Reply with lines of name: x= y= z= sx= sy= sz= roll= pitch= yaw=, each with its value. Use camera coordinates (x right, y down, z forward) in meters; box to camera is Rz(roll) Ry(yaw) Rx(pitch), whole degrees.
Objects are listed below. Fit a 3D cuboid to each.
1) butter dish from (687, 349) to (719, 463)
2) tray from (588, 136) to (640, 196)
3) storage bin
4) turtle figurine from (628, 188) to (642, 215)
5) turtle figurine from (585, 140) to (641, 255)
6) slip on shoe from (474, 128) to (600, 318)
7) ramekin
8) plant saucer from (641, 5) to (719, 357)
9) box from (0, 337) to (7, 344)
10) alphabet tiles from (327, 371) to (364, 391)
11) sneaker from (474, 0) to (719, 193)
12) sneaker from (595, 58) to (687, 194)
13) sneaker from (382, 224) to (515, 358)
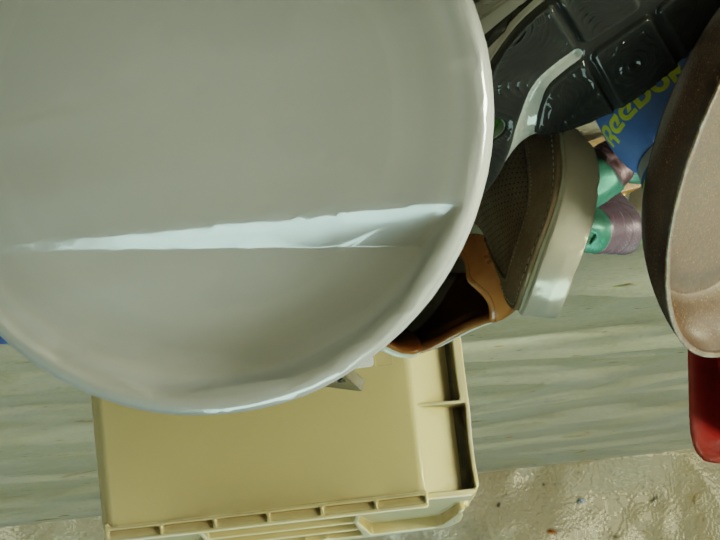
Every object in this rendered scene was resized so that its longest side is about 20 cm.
butter dish: x=0.290 y=0.005 z=1.648 sx=0.200 sy=0.148 sz=0.199 roll=-8 pitch=-146 yaw=11
tray: x=0.070 y=-0.026 z=1.540 sx=0.099 sy=0.037 sz=0.200 roll=-17 pitch=175 yaw=-23
storage bin: x=-0.048 y=0.042 z=1.443 sx=0.198 sy=0.200 sz=0.094 roll=-6 pitch=168 yaw=-1
turtle figurine: x=0.242 y=0.006 z=1.505 sx=0.144 sy=0.200 sz=0.194 roll=-35 pitch=-154 yaw=-20
turtle figurine: x=0.071 y=-0.034 z=1.351 sx=0.200 sy=0.101 sz=0.150 roll=-9 pitch=164 yaw=-39
slip on shoe: x=0.058 y=-0.048 z=1.156 sx=0.061 sy=0.200 sz=0.076 roll=13 pitch=123 yaw=-10
ramekin: x=-0.050 y=-0.054 z=0.947 sx=0.202 sy=0.202 sz=0.094 roll=-8 pitch=-178 yaw=8
plant saucer: x=0.173 y=-0.060 z=1.136 sx=0.032 sy=0.200 sz=0.200 roll=29 pitch=-171 yaw=29
box: x=-0.149 y=-0.022 z=1.299 sx=0.200 sy=0.048 sz=0.122 roll=2 pitch=131 yaw=-39
alphabet tiles: x=-0.077 y=0.012 z=1.170 sx=0.167 sy=0.008 sz=0.200 roll=6 pitch=161 yaw=24
sneaker: x=0.046 y=-0.101 z=1.101 sx=0.200 sy=0.115 sz=0.076 roll=-36 pitch=138 yaw=2
sneaker: x=0.160 y=-0.088 z=1.234 sx=0.074 sy=0.082 sz=0.200 roll=-48 pitch=165 yaw=24
sneaker: x=0.000 y=0.000 z=1.258 sx=0.200 sy=0.073 sz=0.085 roll=-8 pitch=-150 yaw=43
